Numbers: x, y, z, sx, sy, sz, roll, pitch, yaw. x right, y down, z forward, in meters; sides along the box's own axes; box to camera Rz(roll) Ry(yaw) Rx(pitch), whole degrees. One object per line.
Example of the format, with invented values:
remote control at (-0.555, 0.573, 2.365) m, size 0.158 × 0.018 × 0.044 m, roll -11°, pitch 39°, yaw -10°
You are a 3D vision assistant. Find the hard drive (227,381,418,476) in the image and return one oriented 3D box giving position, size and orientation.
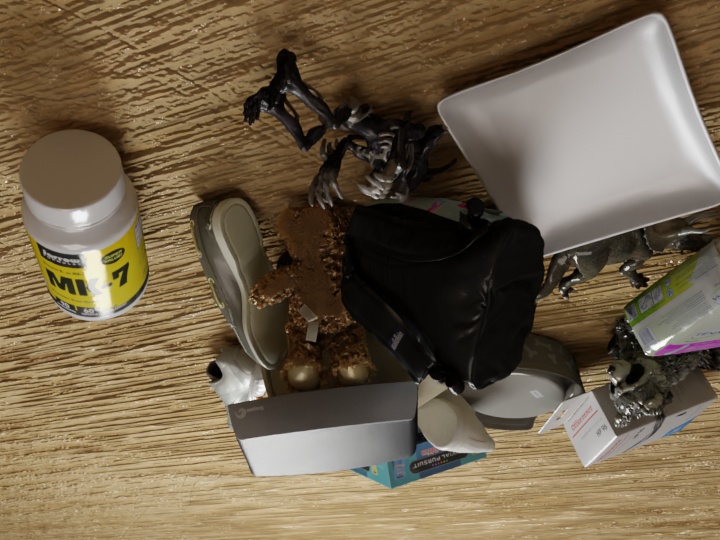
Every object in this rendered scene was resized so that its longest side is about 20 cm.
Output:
hard drive at (-0.034, 0.172, 0.911) m, size 0.196 × 0.043 × 0.136 m, roll -7°, pitch 145°, yaw -1°

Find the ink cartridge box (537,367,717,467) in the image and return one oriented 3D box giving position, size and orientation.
ink cartridge box at (0.341, 0.188, 1.107) m, size 0.197 × 0.069 × 0.117 m, roll -15°, pitch 151°, yaw -17°

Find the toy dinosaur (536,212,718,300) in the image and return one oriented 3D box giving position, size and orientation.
toy dinosaur at (0.243, -0.025, 0.856) m, size 0.196 × 0.078 × 0.103 m, roll -8°, pitch 141°, yaw 3°

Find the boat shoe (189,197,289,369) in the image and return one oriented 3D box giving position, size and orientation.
boat shoe at (-0.131, 0.015, 0.940) m, size 0.059 × 0.072 × 0.205 m, roll 4°, pitch 121°, yaw 35°

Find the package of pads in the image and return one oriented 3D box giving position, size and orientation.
package of pads at (0.390, 0.021, 0.858) m, size 0.197 × 0.069 × 0.155 m, roll -6°, pitch 155°, yaw -24°

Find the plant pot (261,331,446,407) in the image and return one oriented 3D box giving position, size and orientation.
plant pot at (0.014, 0.108, 1.020) m, size 0.182 × 0.203 × 0.200 m, roll -28°, pitch 136°, yaw 26°

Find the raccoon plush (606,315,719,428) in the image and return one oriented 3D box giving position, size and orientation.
raccoon plush at (0.379, 0.128, 1.018) m, size 0.196 × 0.136 × 0.097 m, roll 10°, pitch 147°, yaw -6°

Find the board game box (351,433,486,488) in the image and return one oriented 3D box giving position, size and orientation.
board game box at (0.057, 0.241, 1.188) m, size 0.149 × 0.048 × 0.199 m, roll -11°, pitch -176°, yaw -25°

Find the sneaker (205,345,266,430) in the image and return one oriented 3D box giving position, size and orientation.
sneaker at (-0.182, 0.165, 1.244) m, size 0.091 × 0.076 × 0.201 m, roll 18°, pitch 139°, yaw -5°

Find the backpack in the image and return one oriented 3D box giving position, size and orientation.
backpack at (0.070, 0.007, 0.803) m, size 0.125 × 0.170 × 0.199 m, roll 8°, pitch -169°, yaw -42°

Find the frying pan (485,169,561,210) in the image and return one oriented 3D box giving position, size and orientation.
frying pan at (0.160, -0.076, 0.840) m, size 0.187 × 0.031 × 0.115 m, roll -8°, pitch 144°, yaw 16°

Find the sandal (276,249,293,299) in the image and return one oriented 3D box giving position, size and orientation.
sandal at (0.000, 0.000, 0.958) m, size 0.197 × 0.083 × 0.055 m, roll -14°, pitch 166°, yaw 16°

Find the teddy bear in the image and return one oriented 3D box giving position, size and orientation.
teddy bear at (-0.040, 0.032, 0.900) m, size 0.143 × 0.203 × 0.067 m, roll -22°, pitch 174°, yaw 7°

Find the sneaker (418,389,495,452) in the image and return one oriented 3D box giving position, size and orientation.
sneaker at (0.100, 0.171, 1.087) m, size 0.088 × 0.200 × 0.076 m, roll 22°, pitch 106°, yaw -31°

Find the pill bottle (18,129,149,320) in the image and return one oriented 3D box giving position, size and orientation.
pill bottle at (-0.282, -0.043, 0.882) m, size 0.112 × 0.116 × 0.201 m, roll 8°, pitch 148°, yaw -3°

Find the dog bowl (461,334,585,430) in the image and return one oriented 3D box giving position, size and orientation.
dog bowl at (0.204, 0.150, 1.155) m, size 0.196 × 0.060 × 0.201 m, roll 4°, pitch 148°, yaw 2°

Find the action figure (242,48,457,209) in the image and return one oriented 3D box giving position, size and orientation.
action figure at (-0.006, -0.104, 0.752) m, size 0.198 × 0.104 × 0.118 m, roll 25°, pitch 156°, yaw -27°

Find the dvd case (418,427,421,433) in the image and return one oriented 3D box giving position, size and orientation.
dvd case at (-0.008, 0.218, 1.176) m, size 0.196 × 0.018 × 0.143 m, roll -13°, pitch -177°, yaw -6°

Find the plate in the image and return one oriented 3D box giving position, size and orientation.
plate at (0.195, -0.110, 0.742) m, size 0.197 × 0.033 × 0.201 m, roll -18°, pitch 127°, yaw 30°
